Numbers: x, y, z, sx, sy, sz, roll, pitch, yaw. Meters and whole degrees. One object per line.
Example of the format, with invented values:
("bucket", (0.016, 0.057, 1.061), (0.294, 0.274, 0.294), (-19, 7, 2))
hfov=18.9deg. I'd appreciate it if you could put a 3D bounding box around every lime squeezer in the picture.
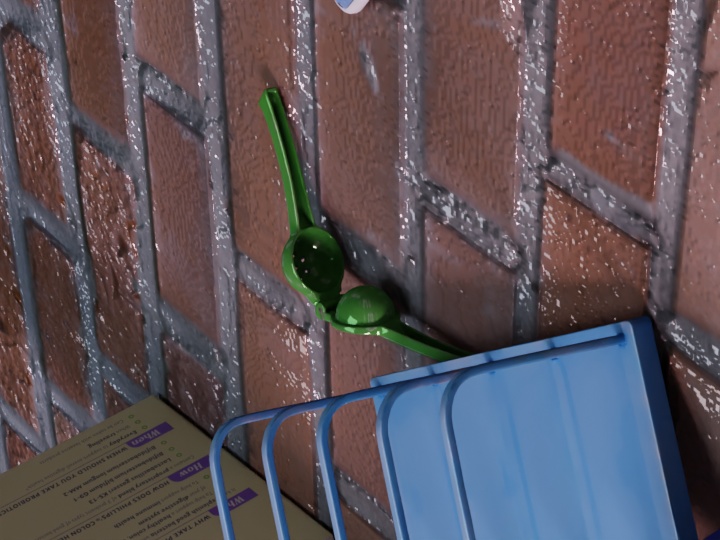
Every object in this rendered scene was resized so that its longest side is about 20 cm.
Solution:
("lime squeezer", (0.000, 0.000, 1.114), (0.200, 0.038, 0.071), (51, 117, 23))

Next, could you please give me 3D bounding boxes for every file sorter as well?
("file sorter", (0.038, 0.113, 0.986), (0.200, 0.122, 0.139), (-16, 85, 53))

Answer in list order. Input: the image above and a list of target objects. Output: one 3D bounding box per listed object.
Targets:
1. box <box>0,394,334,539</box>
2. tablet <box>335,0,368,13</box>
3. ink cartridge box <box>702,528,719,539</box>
("box", (-0.139, 0.193, 1.340), (0.200, 0.175, 0.097), (32, 138, 43))
("tablet", (0.000, -0.207, 0.952), (0.130, 0.014, 0.200), (60, 152, 6))
("ink cartridge box", (0.176, 0.203, 0.917), (0.044, 0.094, 0.201), (20, 130, 52))
